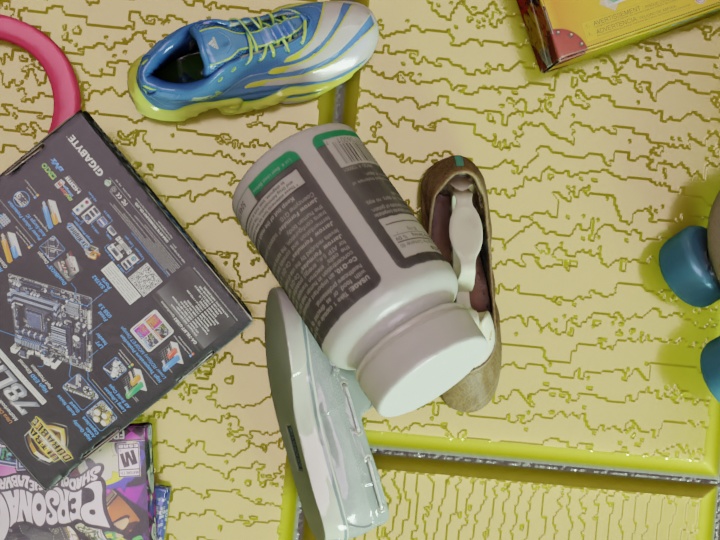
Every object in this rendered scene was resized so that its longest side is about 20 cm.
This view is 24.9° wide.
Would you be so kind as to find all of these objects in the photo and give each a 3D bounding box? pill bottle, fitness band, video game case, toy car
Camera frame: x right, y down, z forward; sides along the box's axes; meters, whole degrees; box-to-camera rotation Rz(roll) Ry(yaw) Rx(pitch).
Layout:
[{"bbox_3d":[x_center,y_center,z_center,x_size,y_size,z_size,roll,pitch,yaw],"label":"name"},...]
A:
[{"bbox_3d":[0.000,0.000,1.196,0.113,0.113,0.200,-33,70,-3],"label":"pill bottle"},{"bbox_3d":[-0.296,-0.098,1.252,0.143,0.037,0.201,19,90,-5],"label":"fitness band"},{"bbox_3d":[-0.253,0.211,1.234,0.199,0.036,0.182,-3,88,0],"label":"video game case"},{"bbox_3d":[0.370,0.004,1.247,0.200,0.184,0.177,4,58,-42],"label":"toy car"}]

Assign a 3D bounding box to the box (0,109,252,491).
[{"bbox_3d":[-0.214,0.022,1.180,0.198,0.050,0.200,-40,100,1],"label":"box"}]

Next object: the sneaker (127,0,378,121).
[{"bbox_3d":[-0.079,-0.159,1.226,0.199,0.105,0.076,-19,91,-2],"label":"sneaker"}]

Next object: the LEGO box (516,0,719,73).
[{"bbox_3d":[0.214,-0.256,1.256,0.199,0.077,0.149,-18,91,-3],"label":"LEGO box"}]

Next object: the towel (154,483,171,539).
[{"bbox_3d":[-0.230,0.254,1.262,0.144,0.024,0.201,9,88,-1],"label":"towel"}]

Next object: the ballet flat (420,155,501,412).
[{"bbox_3d":[0.078,0.011,1.250,0.068,0.072,0.201,0,90,-5],"label":"ballet flat"}]

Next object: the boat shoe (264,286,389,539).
[{"bbox_3d":[-0.023,0.107,1.254,0.071,0.070,0.202,-13,91,-19],"label":"boat shoe"}]
